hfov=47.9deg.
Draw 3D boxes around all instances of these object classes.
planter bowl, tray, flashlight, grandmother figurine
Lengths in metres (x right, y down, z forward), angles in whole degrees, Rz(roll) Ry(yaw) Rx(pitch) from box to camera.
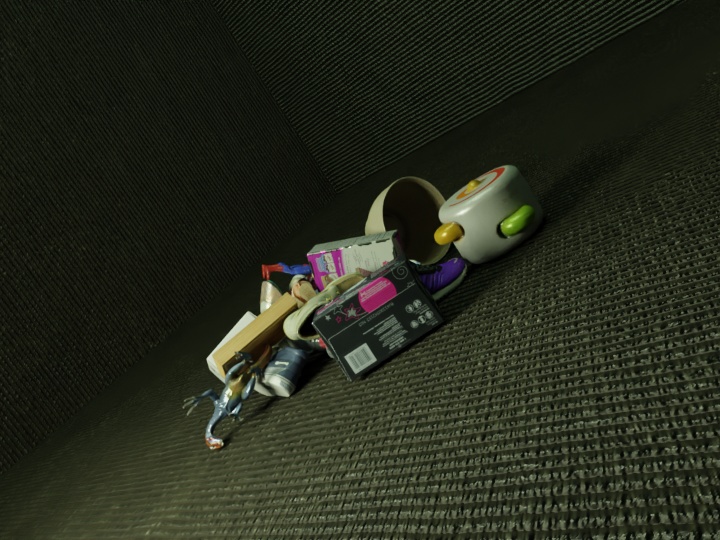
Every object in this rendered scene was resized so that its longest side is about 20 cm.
[{"bbox_3d":[0.093,-0.098,1.848,0.200,0.201,0.134,-42,13,-34],"label":"planter bowl"},{"bbox_3d":[-0.210,0.140,1.665,0.200,0.037,0.099,-40,-23,-19],"label":"tray"},{"bbox_3d":[-0.062,0.145,1.635,0.068,0.068,0.200,-41,13,-18],"label":"flashlight"},{"bbox_3d":[-0.135,0.043,1.838,0.121,0.061,0.200,-39,10,-2],"label":"grandmother figurine"}]

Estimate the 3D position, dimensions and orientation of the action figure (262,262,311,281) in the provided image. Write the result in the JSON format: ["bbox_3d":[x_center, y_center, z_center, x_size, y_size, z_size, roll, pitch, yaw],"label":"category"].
[{"bbox_3d":[-0.142,0.022,2.033,0.198,0.100,0.065,-9,13,-20],"label":"action figure"}]

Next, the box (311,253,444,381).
[{"bbox_3d":[0.032,0.081,1.446,0.199,0.133,0.115,-33,7,6],"label":"box"}]

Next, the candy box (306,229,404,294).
[{"bbox_3d":[0.000,0.000,1.739,0.198,0.138,0.061,-9,20,21],"label":"candy box"}]

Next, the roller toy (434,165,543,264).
[{"bbox_3d":[0.251,-0.115,1.597,0.199,0.140,0.183,-28,12,31],"label":"roller toy"}]

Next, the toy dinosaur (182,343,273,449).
[{"bbox_3d":[-0.244,0.260,1.593,0.199,0.105,0.183,-14,-44,-57],"label":"toy dinosaur"}]

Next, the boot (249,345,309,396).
[{"bbox_3d":[-0.176,0.204,1.672,0.199,0.073,0.091,-3,50,55],"label":"boot"}]

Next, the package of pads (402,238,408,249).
[{"bbox_3d":[0.031,0.000,1.959,0.199,0.076,0.120,-39,14,-19],"label":"package of pads"}]

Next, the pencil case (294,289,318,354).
[{"bbox_3d":[-0.106,0.116,1.852,0.082,0.092,0.200,-7,21,17],"label":"pencil case"}]

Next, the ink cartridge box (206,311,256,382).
[{"bbox_3d":[-0.273,0.187,1.858,0.145,0.084,0.200,-50,-2,-15],"label":"ink cartridge box"}]

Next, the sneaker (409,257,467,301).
[{"bbox_3d":[0.116,0.014,1.551,0.199,0.100,0.069,-36,10,-23],"label":"sneaker"}]

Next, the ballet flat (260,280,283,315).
[{"bbox_3d":[-0.196,0.115,1.900,0.068,0.201,0.067,11,48,36],"label":"ballet flat"}]

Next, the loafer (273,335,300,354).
[{"bbox_3d":[-0.175,0.197,1.767,0.070,0.075,0.200,-45,4,-24],"label":"loafer"}]

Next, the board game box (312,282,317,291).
[{"bbox_3d":[-0.093,0.046,2.007,0.120,0.032,0.201,-34,-21,-38],"label":"board game box"}]

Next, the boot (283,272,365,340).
[{"bbox_3d":[-0.054,0.071,1.590,0.199,0.072,0.155,-34,5,-13],"label":"boot"}]

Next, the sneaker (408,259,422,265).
[{"bbox_3d":[0.062,0.055,1.657,0.200,0.079,0.089,-39,14,29],"label":"sneaker"}]
